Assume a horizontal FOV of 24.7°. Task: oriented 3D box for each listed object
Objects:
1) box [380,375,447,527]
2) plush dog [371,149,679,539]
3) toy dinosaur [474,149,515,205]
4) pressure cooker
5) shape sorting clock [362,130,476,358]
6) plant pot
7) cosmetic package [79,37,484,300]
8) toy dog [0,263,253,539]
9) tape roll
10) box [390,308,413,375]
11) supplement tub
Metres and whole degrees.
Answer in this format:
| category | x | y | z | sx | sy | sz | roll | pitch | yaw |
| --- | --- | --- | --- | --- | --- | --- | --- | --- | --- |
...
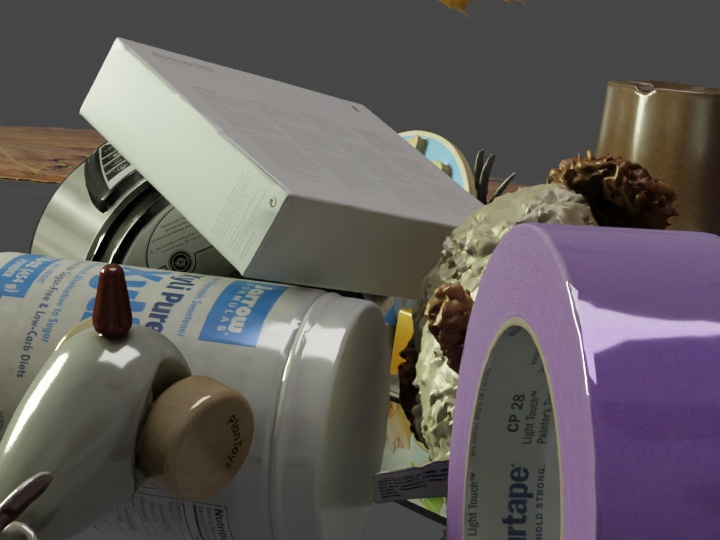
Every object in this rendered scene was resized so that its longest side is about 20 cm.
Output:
| category | x | y | z | sx | sy | sz | roll | pitch | yaw |
| --- | --- | --- | --- | --- | --- | --- | --- | --- | --- |
| box | 0.080 | 0.098 | 0.886 | 0.116 | 0.060 | 0.200 | -3 | 12 | -38 |
| plush dog | 0.072 | 0.031 | 0.725 | 0.160 | 0.200 | 0.172 | 39 | 16 | -23 |
| toy dinosaur | 0.115 | 0.017 | 1.057 | 0.105 | 0.201 | 0.182 | 0 | 21 | -11 |
| pressure cooker | -0.094 | 0.011 | 0.986 | 0.178 | 0.176 | 0.200 | 26 | 0 | -27 |
| shape sorting clock | 0.000 | 0.000 | 1.055 | 0.039 | 0.200 | 0.200 | 25 | -3 | -34 |
| plant pot | 0.320 | -0.092 | 1.695 | 0.200 | 0.199 | 0.200 | 4 | 11 | -1 |
| cosmetic package | -0.026 | -0.048 | 0.861 | 0.200 | 0.052 | 0.151 | 9 | 29 | -50 |
| toy dog | -0.131 | 0.070 | 0.636 | 0.132 | 0.097 | 0.200 | 6 | 38 | 24 |
| tape roll | 0.079 | 0.086 | 0.544 | 0.065 | 0.201 | 0.200 | 3 | 10 | -8 |
| box | 0.127 | 0.049 | 0.896 | 0.119 | 0.042 | 0.200 | 14 | 11 | 43 |
| supplement tub | -0.096 | 0.065 | 0.795 | 0.199 | 0.132 | 0.132 | 6 | 10 | 14 |
